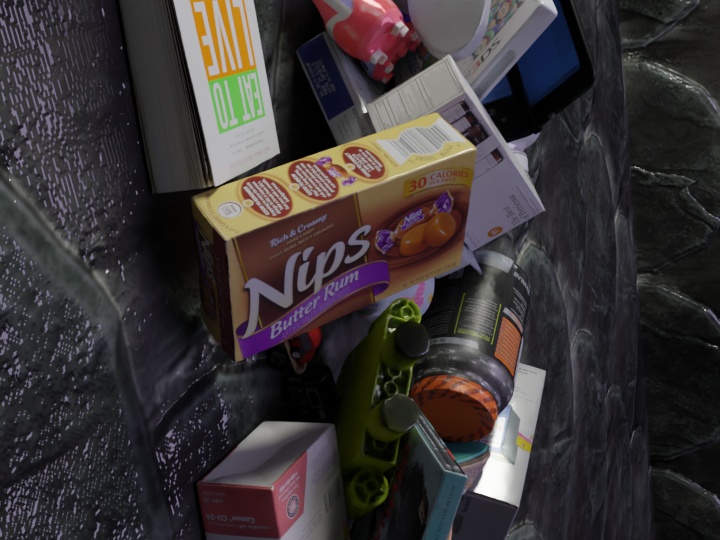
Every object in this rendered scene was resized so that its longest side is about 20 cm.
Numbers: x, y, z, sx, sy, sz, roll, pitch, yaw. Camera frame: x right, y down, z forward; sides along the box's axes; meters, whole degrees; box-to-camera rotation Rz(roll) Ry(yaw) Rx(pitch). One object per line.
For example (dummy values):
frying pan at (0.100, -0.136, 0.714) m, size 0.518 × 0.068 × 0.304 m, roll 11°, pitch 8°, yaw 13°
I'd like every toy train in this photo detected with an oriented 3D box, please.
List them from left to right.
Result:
toy train at (-0.054, 0.051, 0.833) m, size 0.034 × 0.046 × 0.201 m, roll -65°, pitch 147°, yaw -46°

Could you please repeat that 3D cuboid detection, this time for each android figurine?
android figurine at (0.009, 0.117, 0.875) m, size 0.200 × 0.041 × 0.183 m, roll 125°, pitch -21°, yaw -61°

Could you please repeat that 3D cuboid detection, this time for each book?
book at (-0.111, -0.166, 0.711) m, size 0.134 × 0.048 × 0.201 m, roll -42°, pitch 125°, yaw -64°

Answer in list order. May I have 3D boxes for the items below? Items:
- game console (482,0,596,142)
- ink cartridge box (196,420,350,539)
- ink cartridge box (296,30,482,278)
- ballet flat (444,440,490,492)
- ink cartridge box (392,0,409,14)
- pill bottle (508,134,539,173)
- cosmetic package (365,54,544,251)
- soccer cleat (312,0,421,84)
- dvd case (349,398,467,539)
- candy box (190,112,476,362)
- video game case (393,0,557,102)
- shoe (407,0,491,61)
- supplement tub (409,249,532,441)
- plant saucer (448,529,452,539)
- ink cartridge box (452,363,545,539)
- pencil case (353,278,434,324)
game console at (0.122, -0.235, 1.026) m, size 0.116 × 0.175 × 0.201 m, roll 37°, pitch 38°, yaw -76°
ink cartridge box at (-0.057, 0.231, 0.796) m, size 0.116 × 0.067 × 0.201 m, roll -36°, pitch 121°, yaw -64°
ink cartridge box at (0.029, -0.093, 0.939) m, size 0.197 × 0.043 × 0.200 m, roll 66°, pitch 13°, yaw 24°
ballet flat at (0.066, 0.224, 1.078) m, size 0.200 × 0.068 × 0.068 m, roll -2°, pitch 98°, yaw -47°
ink cartridge box at (0.010, -0.328, 0.951) m, size 0.200 × 0.082 × 0.147 m, roll 56°, pitch 40°, yaw -54°
pill bottle at (0.139, -0.201, 1.136) m, size 0.112 × 0.112 × 0.201 m, roll 16°, pitch 69°, yaw -67°
cosmetic package at (0.088, -0.095, 0.903) m, size 0.200 × 0.082 × 0.051 m, roll 42°, pitch 25°, yaw -52°
soccer cleat at (0.007, -0.211, 0.897) m, size 0.067 × 0.076 × 0.200 m, roll -48°, pitch 179°, yaw 10°
dvd case at (0.031, 0.193, 0.811) m, size 0.200 × 0.022 × 0.147 m, roll -128°, pitch -125°, yaw -79°
candy box at (-0.017, -0.026, 0.733) m, size 0.199 × 0.056 × 0.117 m, roll -23°, pitch 139°, yaw -26°
video game case at (0.095, -0.221, 0.958) m, size 0.024 × 0.182 × 0.200 m, roll 26°, pitch 34°, yaw -25°
shoe at (0.083, -0.261, 0.904) m, size 0.091 × 0.071 × 0.201 m, roll 34°, pitch 46°, yaw -63°
supplement tub at (0.121, 0.084, 1.164) m, size 0.123 × 0.122 × 0.200 m, roll 68°, pitch 31°, yaw -41°
plant saucer at (0.026, 0.244, 0.895) m, size 0.200 × 0.032 × 0.201 m, roll -162°, pitch -90°, yaw -78°
ink cartridge box at (0.153, 0.225, 1.237) m, size 0.146 × 0.087 × 0.200 m, roll 98°, pitch 12°, yaw -47°
pencil case at (0.000, 0.000, 0.916) m, size 0.091 × 0.083 × 0.200 m, roll -46°, pitch 157°, yaw 8°
